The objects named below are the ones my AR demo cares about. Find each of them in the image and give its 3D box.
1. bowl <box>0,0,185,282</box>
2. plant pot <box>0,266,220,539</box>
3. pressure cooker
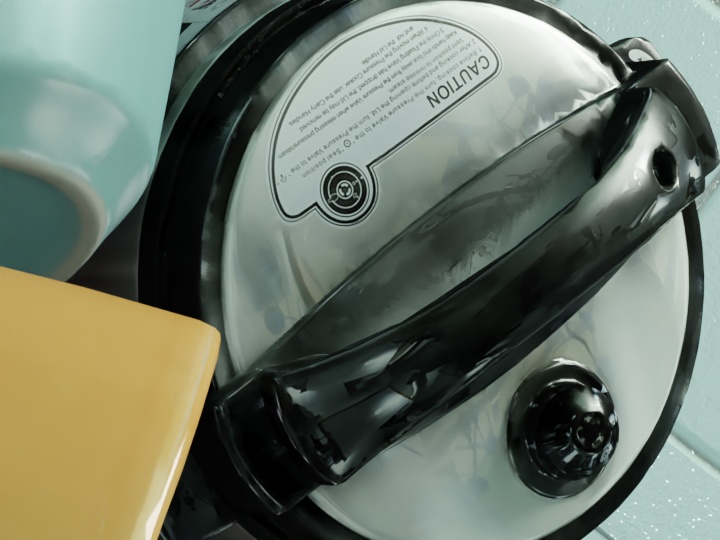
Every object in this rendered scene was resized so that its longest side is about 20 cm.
[{"bbox_3d":[-0.127,-0.049,0.672,0.201,0.200,0.106,31,41,-60],"label":"bowl"},{"bbox_3d":[-0.119,0.078,0.417,0.139,0.201,0.200,21,5,-3],"label":"plant pot"},{"bbox_3d":[0.002,0.002,0.779,0.178,0.177,0.200,16,-7,-28],"label":"pressure cooker"}]
